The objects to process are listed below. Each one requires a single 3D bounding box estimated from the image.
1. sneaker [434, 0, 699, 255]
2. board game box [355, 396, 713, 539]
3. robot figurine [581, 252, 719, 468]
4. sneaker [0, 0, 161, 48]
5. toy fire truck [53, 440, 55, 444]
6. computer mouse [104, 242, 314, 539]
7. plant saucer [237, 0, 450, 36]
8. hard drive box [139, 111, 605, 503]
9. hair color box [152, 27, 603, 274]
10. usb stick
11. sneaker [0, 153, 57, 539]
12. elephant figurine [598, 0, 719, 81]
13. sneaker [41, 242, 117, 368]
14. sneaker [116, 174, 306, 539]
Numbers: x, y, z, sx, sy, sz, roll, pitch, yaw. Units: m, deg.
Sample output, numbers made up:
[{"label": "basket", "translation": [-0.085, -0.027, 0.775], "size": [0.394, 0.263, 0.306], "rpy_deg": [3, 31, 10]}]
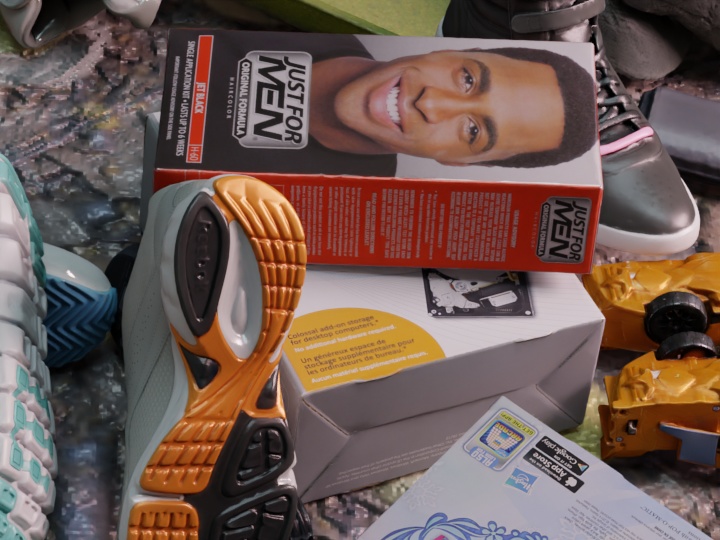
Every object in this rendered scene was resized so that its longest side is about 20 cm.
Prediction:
[{"label": "sneaker", "translation": [0.104, -0.097, 1.215], "size": [0.071, 0.099, 0.200], "rpy_deg": [-20, 53, -24]}, {"label": "board game box", "translation": [0.073, 0.171, 0.971], "size": [0.200, 0.043, 0.199], "rpy_deg": [34, 53, 21]}, {"label": "robot figurine", "translation": [0.209, 0.041, 1.179], "size": [0.200, 0.058, 0.145], "rpy_deg": [0, 44, -6]}, {"label": "sneaker", "translation": [-0.190, -0.173, 1.339], "size": [0.200, 0.078, 0.099], "rpy_deg": [8, 81, 27]}, {"label": "toy fire truck", "translation": [-0.252, 0.078, 1.087], "size": [0.200, 0.049, 0.141], "rpy_deg": [24, 48, 14]}, {"label": "computer mouse", "translation": [-0.065, 0.058, 1.130], "size": [0.034, 0.059, 0.200], "rpy_deg": [-5, 44, -34]}, {"label": "plant saucer", "translation": [0.022, -0.181, 1.393], "size": [0.200, 0.048, 0.200], "rpy_deg": [25, 47, 19]}, {"label": "hard drive box", "translation": [0.000, 0.000, 1.182], "size": [0.156, 0.077, 0.200], "rpy_deg": [-14, 47, -21]}, {"label": "hair color box", "translation": [0.008, -0.056, 1.133], "size": [0.200, 0.061, 0.102], "rpy_deg": [2, 46, -1]}, {"label": "usb stick", "translation": [0.241, -0.054, 1.300], "size": [0.200, 0.033, 0.055], "rpy_deg": [15, 43, 8]}, {"label": "sneaker", "translation": [-0.181, 0.046, 1.055], "size": [0.091, 0.078, 0.200], "rpy_deg": [-11, 56, 5]}, {"label": "elephant figurine", "translation": [0.175, -0.171, 1.339], "size": [0.200, 0.142, 0.155], "rpy_deg": [-2, 29, -25]}, {"label": "sneaker", "translation": [-0.211, -0.008, 1.164], "size": [0.200, 0.077, 0.081], "rpy_deg": [10, 42, 1]}, {"label": "sneaker", "translation": [-0.071, 0.055, 1.068], "size": [0.076, 0.200, 0.092], "rpy_deg": [8, 4, -24]}]
